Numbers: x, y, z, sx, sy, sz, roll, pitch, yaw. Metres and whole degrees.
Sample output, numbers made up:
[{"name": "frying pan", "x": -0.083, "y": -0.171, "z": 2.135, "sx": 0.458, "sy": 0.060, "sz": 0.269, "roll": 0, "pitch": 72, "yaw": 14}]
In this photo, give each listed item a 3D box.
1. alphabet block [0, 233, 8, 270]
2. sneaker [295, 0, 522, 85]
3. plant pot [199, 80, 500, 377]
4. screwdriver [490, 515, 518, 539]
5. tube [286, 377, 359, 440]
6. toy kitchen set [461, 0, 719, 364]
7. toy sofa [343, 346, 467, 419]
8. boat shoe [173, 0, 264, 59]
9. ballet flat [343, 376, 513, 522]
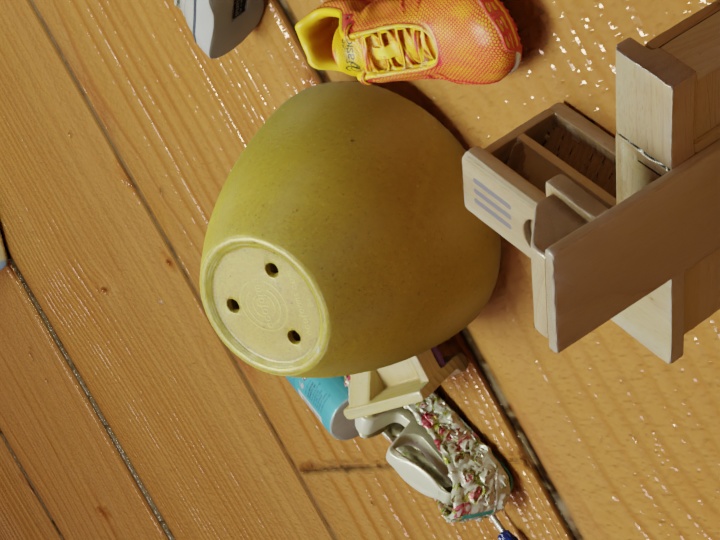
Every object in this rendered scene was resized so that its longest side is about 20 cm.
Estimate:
[{"name": "alphabet block", "x": -0.538, "y": -0.078, "z": 2.374, "sx": 0.196, "sy": 0.195, "sz": 0.200, "roll": 39, "pitch": 152, "yaw": 33}, {"name": "sneaker", "x": 0.030, "y": -0.138, "z": 1.304, "sx": 0.200, "sy": 0.077, "sz": 0.073, "roll": 7, "pitch": 124, "yaw": 59}, {"name": "plant pot", "x": -0.027, "y": -0.008, "z": 1.406, "sx": 0.199, "sy": 0.142, "sz": 0.201, "roll": 17, "pitch": 124, "yaw": 27}, {"name": "screwdriver", "x": 0.099, "y": 0.192, "z": 1.641, "sx": 0.200, "sy": 0.029, "sz": 0.028, "roll": 51, "pitch": 156, "yaw": 14}, {"name": "tube", "x": -0.058, "y": 0.064, "z": 1.778, "sx": 0.200, "sy": 0.050, "sz": 0.078, "roll": 46, "pitch": 150, "yaw": 38}, {"name": "toy kitchen set", "x": 0.107, "y": -0.059, "z": 1.136, "sx": 0.180, "sy": 0.163, "sz": 0.200, "roll": 40, "pitch": 151, "yaw": 36}, {"name": "toy sofa", "x": 0.000, "y": 0.000, "z": 1.553, "sx": 0.083, "sy": 0.098, "sz": 0.200, "roll": -18, "pitch": 104, "yaw": 41}, {"name": "boat shoe", "x": -0.099, "y": -0.222, "z": 1.474, "sx": 0.066, "sy": 0.072, "sz": 0.200, "roll": 48, "pitch": 164, "yaw": 11}, {"name": "ballet flat", "x": 0.037, "y": 0.120, "z": 1.629, "sx": 0.200, "sy": 0.064, "sz": 0.076, "roll": 43, "pitch": 142, "yaw": 32}]
